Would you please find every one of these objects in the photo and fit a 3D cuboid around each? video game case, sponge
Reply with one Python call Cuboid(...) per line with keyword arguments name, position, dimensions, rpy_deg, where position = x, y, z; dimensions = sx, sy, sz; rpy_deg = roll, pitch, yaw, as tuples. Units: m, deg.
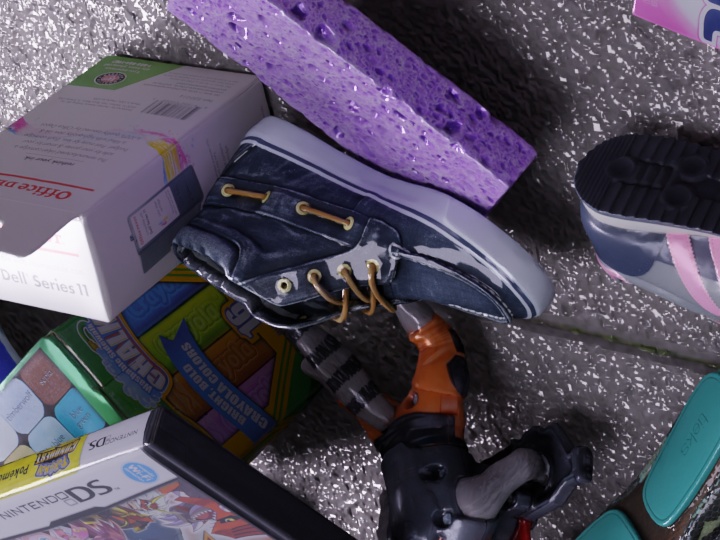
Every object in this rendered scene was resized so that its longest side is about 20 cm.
Cuboid(name="video game case", position=(-0.092, 0.149, 1.438), dimensions=(0.180, 0.026, 0.200), rpy_deg=(-21, 132, 42))
Cuboid(name="sponge", position=(-0.007, -0.096, 1.383), dimensions=(0.200, 0.030, 0.112), rpy_deg=(38, 164, -1))

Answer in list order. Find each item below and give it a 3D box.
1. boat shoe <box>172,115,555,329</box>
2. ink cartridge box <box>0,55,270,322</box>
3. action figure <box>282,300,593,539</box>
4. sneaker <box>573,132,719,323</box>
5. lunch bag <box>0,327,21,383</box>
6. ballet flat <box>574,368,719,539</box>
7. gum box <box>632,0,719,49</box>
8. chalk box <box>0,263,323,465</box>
Cuboid(name="boat shoe", position=(0.000, 0.000, 1.415), dimensions=(0.200, 0.091, 0.071), rpy_deg=(26, 160, 31))
Cuboid(name="ink cartridge box", position=(-0.147, -0.037, 1.472), dimensions=(0.117, 0.200, 0.068), rpy_deg=(10, 126, 35))
Cuboid(name="action figure", position=(0.018, 0.114, 1.490), dimensions=(0.200, 0.104, 0.194), rpy_deg=(-43, 61, 36))
Cuboid(name="sneaker", position=(0.197, -0.001, 1.315), dimensions=(0.199, 0.070, 0.082), rpy_deg=(25, 150, 29))
Cuboid(name="lunch bag", position=(-0.260, 0.095, 1.703), dimensions=(0.170, 0.127, 0.200), rpy_deg=(52, 136, 24))
Cuboid(name="ballet flat", position=(0.162, 0.135, 1.406), dimensions=(0.074, 0.074, 0.200), rpy_deg=(41, 122, 9))
Cuboid(name="gum box", position=(0.188, -0.177, 1.180), dimensions=(0.113, 0.066, 0.201), rpy_deg=(26, 134, 27))
Cuboid(name="chalk box", position=(-0.136, 0.092, 1.542), dimensions=(0.124, 0.200, 0.125), rpy_deg=(47, 126, 2))
